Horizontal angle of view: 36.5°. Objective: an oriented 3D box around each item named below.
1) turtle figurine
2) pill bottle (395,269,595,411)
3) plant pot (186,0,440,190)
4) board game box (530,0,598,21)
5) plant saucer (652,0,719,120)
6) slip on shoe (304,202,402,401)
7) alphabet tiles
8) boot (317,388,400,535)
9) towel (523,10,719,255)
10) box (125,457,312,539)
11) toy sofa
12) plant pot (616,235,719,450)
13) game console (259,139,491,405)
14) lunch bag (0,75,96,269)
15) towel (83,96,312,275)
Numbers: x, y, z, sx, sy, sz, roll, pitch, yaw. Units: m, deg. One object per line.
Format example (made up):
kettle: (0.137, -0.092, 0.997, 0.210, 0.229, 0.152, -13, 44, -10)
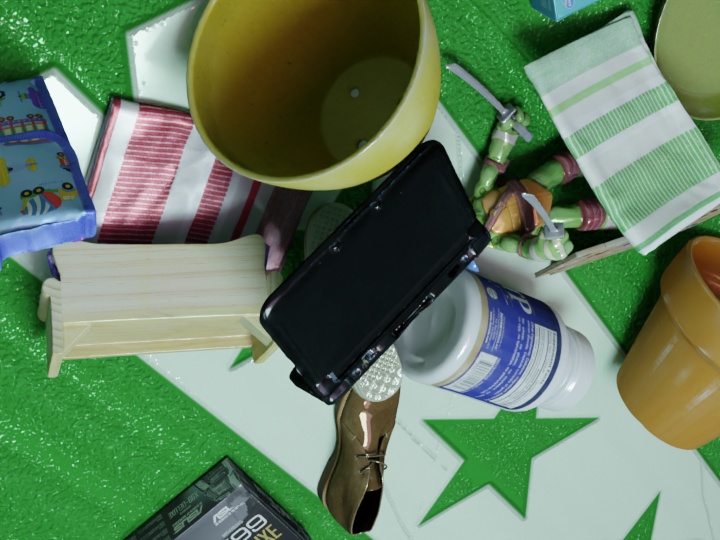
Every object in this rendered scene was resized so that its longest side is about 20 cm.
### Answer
turtle figurine: (0.177, -0.083, 1.012, 0.193, 0.144, 0.201, -13, 128, -25)
pill bottle: (0.140, 0.077, 1.105, 0.199, 0.120, 0.120, 21, 108, -36)
plant pot: (-0.016, -0.147, 0.861, 0.200, 0.200, 0.142, -49, 153, 7)
board game box: (0.230, -0.330, 0.947, 0.199, 0.047, 0.152, -27, 128, -11)
plant saucer: (0.365, -0.248, 1.079, 0.199, 0.031, 0.201, -13, 123, -20)
slip on shoe: (-0.012, 0.029, 1.035, 0.074, 0.061, 0.201, -24, 114, -16)
alphabet tiles: (0.281, -0.032, 1.106, 0.199, 0.167, 0.008, -18, 83, -18)
boot: (0.011, 0.185, 1.133, 0.073, 0.076, 0.201, 1, 117, -26)
towel: (0.251, -0.128, 1.003, 0.152, 0.023, 0.201, -31, 92, -31)
box: (-0.163, 0.308, 1.131, 0.200, 0.050, 0.158, -38, 129, -1)
toy sofa: (-0.170, 0.030, 0.927, 0.198, 0.098, 0.083, -2, 163, -20)
plant pot: (0.390, 0.095, 1.214, 0.199, 0.201, 0.184, 11, 128, -32)
game console: (0.000, 0.000, 0.912, 0.200, 0.176, 0.117, -45, 104, -11)
lunch bag: (-0.273, -0.049, 0.757, 0.149, 0.200, 0.095, -12, 124, -22)
towel: (-0.137, -0.060, 0.937, 0.199, 0.023, 0.145, 10, 113, -32)
